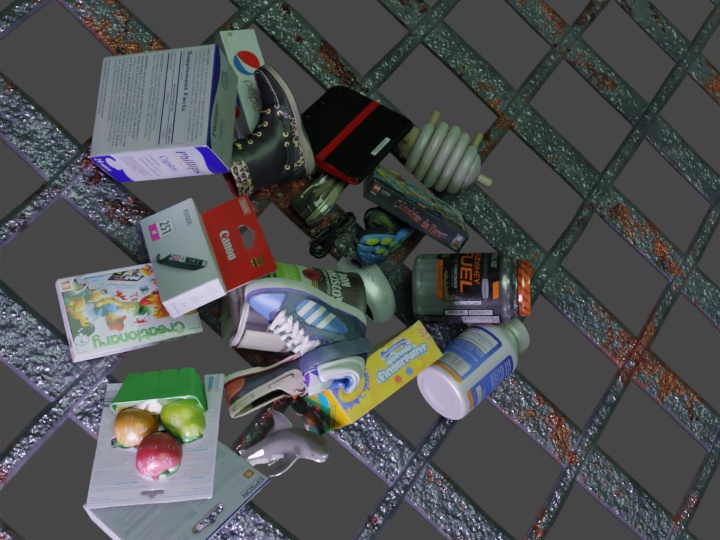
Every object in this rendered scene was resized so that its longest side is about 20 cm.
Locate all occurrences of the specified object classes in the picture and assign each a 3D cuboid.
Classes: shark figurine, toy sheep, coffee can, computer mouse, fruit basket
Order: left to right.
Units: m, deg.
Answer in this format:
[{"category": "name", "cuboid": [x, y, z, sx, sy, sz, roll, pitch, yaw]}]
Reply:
[{"category": "fruit basket", "cuboid": [-0.290, 0.244, 1.301, 0.185, 0.094, 0.200, -7, 57, 7]}, {"category": "shark figurine", "cuboid": [-0.142, 0.263, 1.386, 0.214, 0.128, 0.090, -17, 102, 14]}, {"category": "coffee can", "cuboid": [-0.109, 0.062, 1.447, 0.200, 0.146, 0.147, 8, 69, -21]}, {"category": "computer mouse", "cuboid": [0.000, 0.000, 1.577, 0.110, 0.044, 0.200, -37, 90, -31]}, {"category": "toy sheep", "cuboid": [0.157, -0.210, 1.673, 0.200, 0.138, 0.138, 26, 62, 5]}]

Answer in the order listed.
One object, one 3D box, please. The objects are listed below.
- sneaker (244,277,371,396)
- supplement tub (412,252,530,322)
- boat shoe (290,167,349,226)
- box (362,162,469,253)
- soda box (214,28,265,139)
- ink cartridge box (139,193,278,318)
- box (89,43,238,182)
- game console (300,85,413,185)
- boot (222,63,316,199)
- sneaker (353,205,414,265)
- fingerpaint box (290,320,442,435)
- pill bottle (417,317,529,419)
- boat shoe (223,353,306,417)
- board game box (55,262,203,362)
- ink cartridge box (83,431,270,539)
[{"category": "sneaker", "cuboid": [-0.081, 0.104, 1.305, 0.200, 0.081, 0.147, 21, 51, -20]}, {"category": "supplement tub", "cuboid": [0.194, 0.030, 1.564, 0.200, 0.123, 0.123, -1, 69, 11]}, {"category": "boat shoe", "cuboid": [-0.053, -0.169, 1.594, 0.073, 0.074, 0.200, 39, 60, -8]}, {"category": "box", "cuboid": [0.097, -0.118, 1.619, 0.200, 0.038, 0.137, 30, 20, -12]}, {"category": "soda box", "cuboid": [-0.198, -0.320, 1.586, 0.068, 0.064, 0.200, -13, 79, -27]}, {"category": "ink cartridge box", "cuboid": [-0.237, -0.039, 1.390, 0.173, 0.044, 0.200, -25, 47, -2]}, {"category": "box", "cuboid": [-0.309, -0.247, 1.436, 0.200, 0.105, 0.184, -3, 70, 13]}, {"category": "game console", "cuboid": [-0.026, -0.245, 1.612, 0.177, 0.031, 0.200, 31, 54, 14]}, {"category": "boot", "cuboid": [-0.173, -0.227, 1.496, 0.150, 0.073, 0.200, -26, 106, -20]}, {"category": "sneaker", "cuboid": [0.029, -0.067, 1.570, 0.083, 0.071, 0.200, 43, 26, 6]}, {"category": "fingerpaint box", "cuboid": [0.009, 0.178, 1.450, 0.200, 0.167, 0.073, -33, 88, -30]}, {"category": "pill bottle", "cuboid": [0.203, 0.160, 1.575, 0.200, 0.112, 0.112, -36, 89, -30]}, {"category": "boat shoe", "cuboid": [-0.117, 0.176, 1.415, 0.200, 0.071, 0.063, -16, 60, -1]}, {"category": "board game box", "cuboid": [-0.357, 0.059, 1.399, 0.200, 0.035, 0.126, -12, 78, -27]}, {"category": "ink cartridge box", "cuboid": [-0.257, 0.325, 1.280, 0.200, 0.043, 0.196, 27, 55, 35]}]
